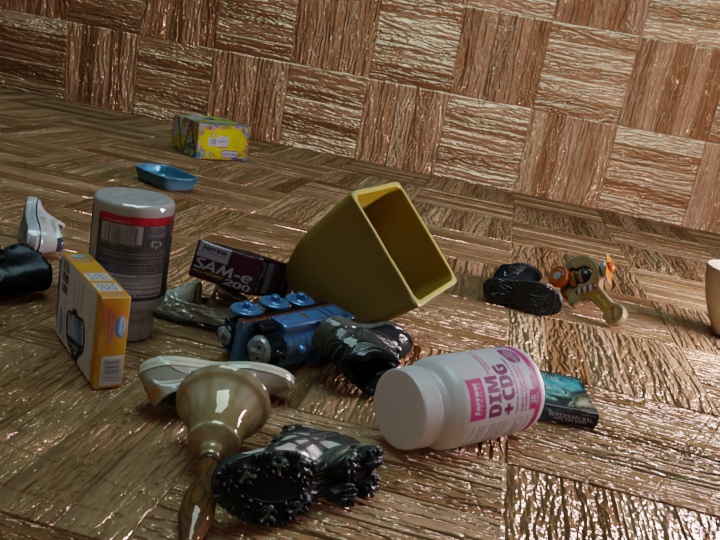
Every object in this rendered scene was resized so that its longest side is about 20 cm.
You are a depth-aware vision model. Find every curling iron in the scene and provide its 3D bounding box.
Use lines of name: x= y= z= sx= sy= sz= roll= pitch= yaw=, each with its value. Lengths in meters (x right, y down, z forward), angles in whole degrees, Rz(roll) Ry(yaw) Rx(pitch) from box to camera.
curling iron: x=-0.183 y=0.059 z=1.279 sx=0.049 sy=0.026 sz=0.200 roll=-3 pitch=20 yaw=-34

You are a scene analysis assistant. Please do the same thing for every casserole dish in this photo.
casserole dish: x=-0.527 y=-0.252 z=2.137 sx=0.121 sy=0.039 sz=0.200 roll=-6 pitch=22 yaw=-45

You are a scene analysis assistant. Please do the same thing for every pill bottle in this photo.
pill bottle: x=0.122 y=0.157 z=0.971 sx=0.200 sy=0.114 sz=0.113 roll=-3 pitch=20 yaw=-38
pill bottle: x=-0.324 y=-0.008 z=1.102 sx=0.110 sy=0.201 sz=0.111 roll=10 pitch=16 yaw=-3

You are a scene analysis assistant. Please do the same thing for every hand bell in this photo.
hand bell: x=-0.149 y=0.193 z=0.772 sx=0.104 sy=0.104 sz=0.200 roll=9 pitch=29 yaw=-5

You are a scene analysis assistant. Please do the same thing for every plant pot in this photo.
plant pot: x=0.000 y=0.000 z=1.261 sx=0.196 sy=0.200 sz=0.194 roll=59 pitch=26 yaw=4

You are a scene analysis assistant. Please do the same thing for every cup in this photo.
cup: x=0.813 y=0.075 z=1.652 sx=0.200 sy=0.144 sz=0.200 roll=9 pitch=15 yaw=-2

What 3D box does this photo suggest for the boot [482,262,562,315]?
boot: x=0.356 y=0.035 z=1.664 sx=0.164 sy=0.066 sz=0.200 roll=17 pitch=13 yaw=18

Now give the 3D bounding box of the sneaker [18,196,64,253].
sneaker: x=-0.583 y=-0.076 z=1.445 sx=0.071 sy=0.073 sz=0.200 roll=12 pitch=22 yaw=-30

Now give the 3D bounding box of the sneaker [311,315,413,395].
sneaker: x=0.027 y=0.125 z=1.112 sx=0.114 sy=0.076 sz=0.199 roll=48 pitch=17 yaw=30

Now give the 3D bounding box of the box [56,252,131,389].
box: x=-0.350 y=0.055 z=1.014 sx=0.041 sy=0.119 sz=0.200 roll=0 pitch=19 yaw=-34

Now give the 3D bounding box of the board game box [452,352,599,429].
board game box: x=0.232 y=0.173 z=1.144 sx=0.199 sy=0.028 sz=0.135 roll=10 pitch=15 yaw=0

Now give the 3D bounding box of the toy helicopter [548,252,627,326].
toy helicopter: x=0.495 y=0.038 z=1.641 sx=0.079 sy=0.132 sz=0.200 roll=39 pitch=14 yaw=-40

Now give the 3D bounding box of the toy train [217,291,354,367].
toy train: x=-0.106 y=0.088 z=1.124 sx=0.114 sy=0.087 sz=0.200 roll=26 pitch=22 yaw=36

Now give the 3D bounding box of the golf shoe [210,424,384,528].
golf shoe: x=-0.073 y=0.199 z=0.788 sx=0.200 sy=0.078 sz=0.094 roll=10 pitch=8 yaw=-42

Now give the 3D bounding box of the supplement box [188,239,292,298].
supplement box: x=-0.179 y=0.001 z=1.252 sx=0.109 sy=0.061 sz=0.200 roll=17 pitch=-1 yaw=12

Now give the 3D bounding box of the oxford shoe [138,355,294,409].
oxford shoe: x=-0.170 y=0.143 z=0.951 sx=0.200 sy=0.075 sz=0.058 roll=9 pitch=55 yaw=-36

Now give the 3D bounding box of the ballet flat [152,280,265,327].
ballet flat: x=-0.233 y=0.050 z=1.210 sx=0.199 sy=0.072 sz=0.072 roll=13 pitch=16 yaw=11

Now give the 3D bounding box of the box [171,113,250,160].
box: x=-0.517 y=-0.461 z=2.722 sx=0.200 sy=0.122 sz=0.192 roll=-3 pitch=21 yaw=-38

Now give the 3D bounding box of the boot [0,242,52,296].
boot: x=-0.519 y=0.013 z=1.129 sx=0.168 sy=0.077 sz=0.200 roll=-11 pitch=20 yaw=-44
